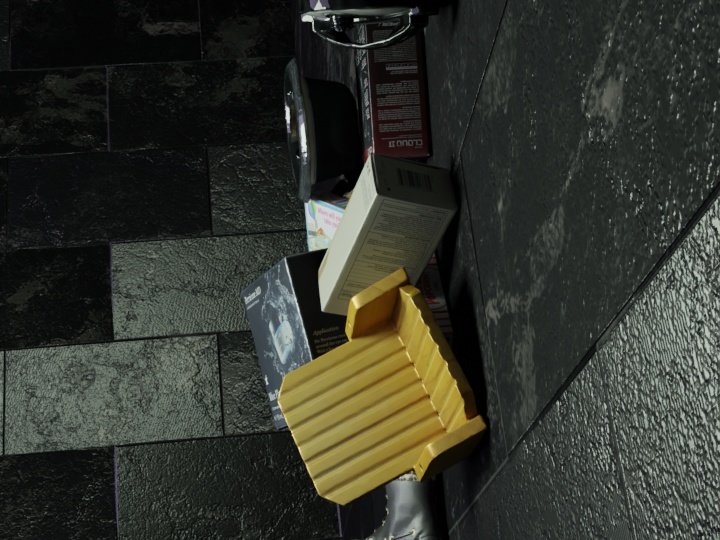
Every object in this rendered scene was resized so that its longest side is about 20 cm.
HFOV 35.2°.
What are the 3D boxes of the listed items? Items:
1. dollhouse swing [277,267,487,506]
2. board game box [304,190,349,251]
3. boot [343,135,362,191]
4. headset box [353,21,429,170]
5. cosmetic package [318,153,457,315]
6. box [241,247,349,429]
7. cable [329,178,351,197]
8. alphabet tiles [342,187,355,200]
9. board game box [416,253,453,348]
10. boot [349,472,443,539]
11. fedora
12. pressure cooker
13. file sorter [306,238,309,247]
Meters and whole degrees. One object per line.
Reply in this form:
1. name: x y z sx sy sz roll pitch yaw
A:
1. dollhouse swing: 0.009 0.142 1.269 0.182 0.174 0.202 100 146 -67
2. board game box: -0.015 -0.024 1.528 0.200 0.034 0.136 26 124 59
3. boot: 0.026 -0.090 1.594 0.075 0.073 0.202 31 -138 -60
4. headset box: 0.039 -0.217 1.476 0.149 0.076 0.203 161 104 -84
5. cosmetic package: 0.028 -0.034 1.332 0.072 0.104 0.201 -98 26 -43
6. box: -0.056 0.090 1.490 0.196 0.116 0.202 -32 71 63
7. cable: -0.026 -0.118 1.698 0.097 0.050 0.200 -49 -9 24
8. alphabet tiles: 0.000 0.000 1.563 0.167 0.007 0.202 -34 72 65
9. board game box: 0.077 0.090 1.449 0.201 0.046 0.153 92 172 -46
10. boot: 0.047 0.333 1.560 0.199 0.072 0.153 -15 74 58
11. fedora: -0.050 -0.194 1.548 0.201 0.090 0.203 174 90 -82
12. pressure cooker: 0.005 -0.345 1.241 0.176 0.176 0.203 -138 45 -77
13. file sorter: -0.032 0.039 2.087 0.139 0.123 0.203 -120 27 -75
